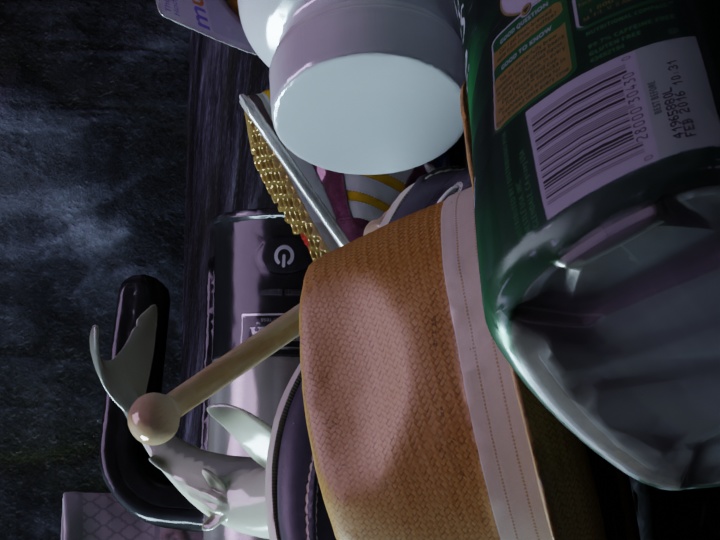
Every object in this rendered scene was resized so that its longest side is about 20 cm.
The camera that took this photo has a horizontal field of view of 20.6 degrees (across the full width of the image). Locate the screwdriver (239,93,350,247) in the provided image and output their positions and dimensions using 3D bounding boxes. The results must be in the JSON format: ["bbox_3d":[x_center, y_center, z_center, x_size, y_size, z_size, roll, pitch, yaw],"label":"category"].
[{"bbox_3d":[0.000,0.000,0.864,0.200,0.028,0.029,54,-169,-37],"label":"screwdriver"}]

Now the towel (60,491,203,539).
[{"bbox_3d":[-0.080,0.210,1.115,0.032,0.189,0.201,92,177,-55],"label":"towel"}]

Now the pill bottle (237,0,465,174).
[{"bbox_3d":[0.002,-0.146,0.859,0.113,0.111,0.201,107,165,-56],"label":"pill bottle"}]

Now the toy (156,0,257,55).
[{"bbox_3d":[-0.023,-0.151,0.964,0.047,0.199,0.116,-35,56,29],"label":"toy"}]

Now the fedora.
[{"bbox_3d":[0.032,0.047,0.590,0.201,0.081,0.202,-13,-90,-80],"label":"fedora"}]

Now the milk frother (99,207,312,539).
[{"bbox_3d":[-0.032,0.073,1.130,0.200,0.179,0.190,15,-104,-57],"label":"milk frother"}]

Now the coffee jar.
[{"bbox_3d":[0.071,-0.051,0.503,0.104,0.085,0.201,44,-152,-36],"label":"coffee jar"}]

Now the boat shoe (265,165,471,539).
[{"bbox_3d":[0.019,0.042,0.818,0.063,0.072,0.201,-25,39,60],"label":"boat shoe"}]

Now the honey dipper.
[{"bbox_3d":[-0.026,0.020,0.892,0.038,0.199,0.038,36,145,31],"label":"honey dipper"}]

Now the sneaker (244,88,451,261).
[{"bbox_3d":[0.016,-0.025,0.990,0.201,0.090,0.075,61,170,22],"label":"sneaker"}]

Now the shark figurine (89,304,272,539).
[{"bbox_3d":[-0.041,0.090,0.954,0.213,0.089,0.129,12,112,41],"label":"shark figurine"}]
